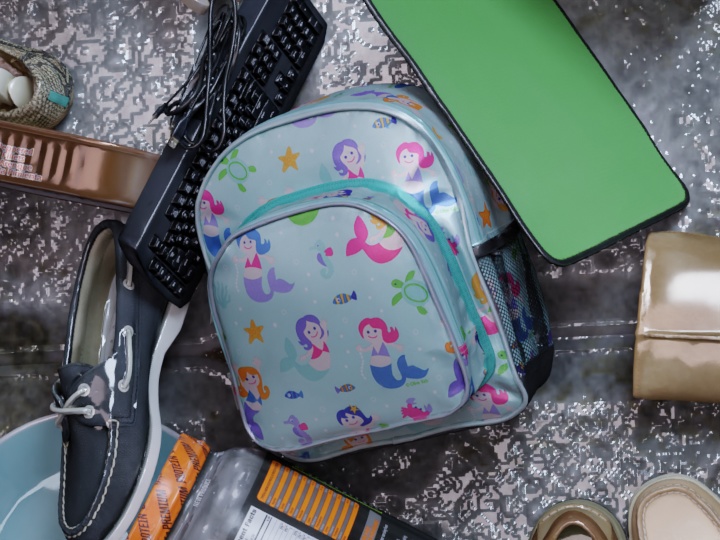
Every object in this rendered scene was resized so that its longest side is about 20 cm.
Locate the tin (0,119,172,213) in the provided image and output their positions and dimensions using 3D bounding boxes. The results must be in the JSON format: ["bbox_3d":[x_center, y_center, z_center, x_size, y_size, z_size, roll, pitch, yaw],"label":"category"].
[{"bbox_3d":[-0.198,-0.065,1.331,0.199,0.112,0.042,12,92,10],"label":"tin"}]

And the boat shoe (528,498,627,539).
[{"bbox_3d":[0.119,0.231,1.276,0.075,0.074,0.201,-4,84,8],"label":"boat shoe"}]

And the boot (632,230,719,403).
[{"bbox_3d":[0.254,0.073,1.277,0.199,0.066,0.176,6,74,8],"label":"boot"}]

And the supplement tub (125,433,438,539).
[{"bbox_3d":[-0.035,0.179,1.263,0.200,0.123,0.123,28,90,-1],"label":"supplement tub"}]

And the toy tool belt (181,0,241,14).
[{"bbox_3d":[-0.084,-0.219,1.317,0.123,0.125,0.200,39,74,5],"label":"toy tool belt"}]

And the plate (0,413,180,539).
[{"bbox_3d":[-0.160,0.184,1.347,0.200,0.026,0.201,-1,85,8],"label":"plate"}]

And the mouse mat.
[{"bbox_3d":[0.097,-0.100,1.278,0.008,0.161,0.200,-40,79,40],"label":"mouse mat"}]

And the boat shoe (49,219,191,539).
[{"bbox_3d":[-0.152,0.066,1.304,0.076,0.060,0.200,-22,50,41],"label":"boat shoe"}]

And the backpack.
[{"bbox_3d":[0.000,0.000,1.253,0.177,0.151,0.201,-13,94,23],"label":"backpack"}]

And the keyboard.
[{"bbox_3d":[-0.074,-0.081,1.295,0.040,0.104,0.200,14,71,35],"label":"keyboard"}]

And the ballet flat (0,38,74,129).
[{"bbox_3d":[-0.273,-0.134,1.366,0.199,0.075,0.068,17,89,10],"label":"ballet flat"}]

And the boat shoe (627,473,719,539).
[{"bbox_3d":[0.211,0.208,1.266,0.074,0.069,0.200,-27,82,5],"label":"boat shoe"}]
